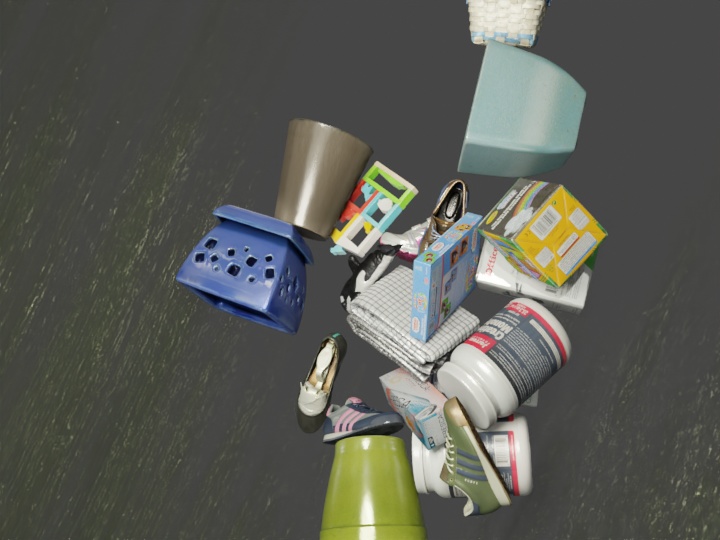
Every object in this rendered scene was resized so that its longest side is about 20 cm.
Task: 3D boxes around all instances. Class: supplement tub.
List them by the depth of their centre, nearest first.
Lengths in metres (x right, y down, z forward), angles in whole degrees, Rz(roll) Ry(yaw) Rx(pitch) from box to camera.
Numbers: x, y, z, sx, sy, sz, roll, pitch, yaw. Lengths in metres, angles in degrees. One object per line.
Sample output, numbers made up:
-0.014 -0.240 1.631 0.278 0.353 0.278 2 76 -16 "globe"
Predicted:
0.244 0.156 1.244 0.199 0.141 0.140 -37 73 -18 "supplement tub"
0.198 0.325 1.289 0.198 0.140 0.142 -5 78 12 "supplement tub"

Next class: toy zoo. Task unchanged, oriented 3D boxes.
0.008 -0.111 1.448 0.200 0.020 0.131 -49 47 1 "toy zoo"

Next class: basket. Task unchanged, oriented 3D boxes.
0.285 -0.539 1.425 0.175 0.139 0.202 11 112 14 "basket"
-0.086 -0.169 1.442 0.179 0.136 0.202 19 82 -13 "basket"

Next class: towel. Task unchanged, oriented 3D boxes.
0.097 0.095 1.340 0.199 0.086 0.165 35 43 23 "towel"

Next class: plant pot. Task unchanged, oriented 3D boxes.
0.021 0.399 1.301 0.198 0.201 0.195 -6 67 11 "plant pot"
0.303 -0.281 1.364 0.198 0.196 0.198 13 82 5 "plant pot"
-0.205 -0.006 1.420 0.198 0.200 0.181 16 76 16 "plant pot"

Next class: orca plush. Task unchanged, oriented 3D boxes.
0.000 0.000 1.384 0.071 0.200 0.105 40 57 6 "orca plush"

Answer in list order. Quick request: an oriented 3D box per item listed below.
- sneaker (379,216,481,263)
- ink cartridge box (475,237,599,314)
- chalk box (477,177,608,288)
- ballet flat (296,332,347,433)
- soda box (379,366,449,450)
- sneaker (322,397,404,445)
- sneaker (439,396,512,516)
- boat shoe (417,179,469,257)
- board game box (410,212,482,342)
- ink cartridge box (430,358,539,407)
0.137 -0.062 1.414 0.198 0.081 0.089 5 79 5 "sneaker"
0.326 -0.018 1.355 0.198 0.084 0.147 15 82 15 "ink cartridge box"
0.294 -0.070 1.248 0.124 0.200 0.125 42 90 -16 "chalk box"
-0.083 0.213 1.411 0.067 0.068 0.202 15 83 14 "ballet flat"
0.101 0.235 1.295 0.068 0.200 0.064 -24 108 -11 "soda box"
0.000 0.266 1.344 0.199 0.070 0.083 -23 56 41 "sneaker"
0.163 0.310 1.185 0.089 0.067 0.201 -28 97 9 "sneaker"
0.148 -0.073 1.337 0.072 0.072 0.202 13 82 7 "boat shoe"
0.151 0.008 1.273 0.036 0.200 0.152 19 126 28 "board game box"
0.232 0.190 1.361 0.198 0.039 0.100 7 81 12 "ink cartridge box"
